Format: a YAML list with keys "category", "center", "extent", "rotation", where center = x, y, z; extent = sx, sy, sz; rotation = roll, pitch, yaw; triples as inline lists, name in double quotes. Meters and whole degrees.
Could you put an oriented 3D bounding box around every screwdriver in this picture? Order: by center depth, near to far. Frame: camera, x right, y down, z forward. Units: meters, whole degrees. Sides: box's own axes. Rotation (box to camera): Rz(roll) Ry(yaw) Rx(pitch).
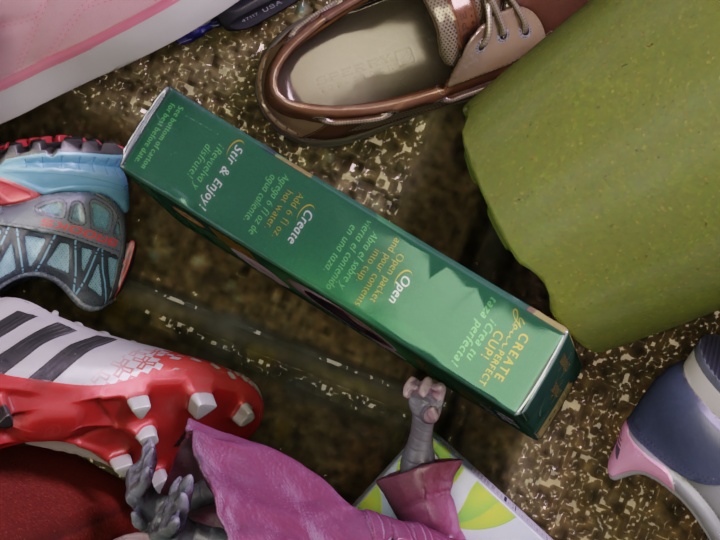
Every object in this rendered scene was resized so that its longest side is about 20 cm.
- category: "screwdriver"
  center: [-0.100, -0.100, 1.208]
  extent: [0.199, 0.029, 0.028]
  rotation: [-26, 89, 11]

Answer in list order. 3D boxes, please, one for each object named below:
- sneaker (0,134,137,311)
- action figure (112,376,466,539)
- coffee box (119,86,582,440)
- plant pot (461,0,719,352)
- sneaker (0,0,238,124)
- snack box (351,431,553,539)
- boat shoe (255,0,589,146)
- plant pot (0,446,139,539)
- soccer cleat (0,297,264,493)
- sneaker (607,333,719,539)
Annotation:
- category: "sneaker"
  center: [-0.199, -0.003, 1.183]
  extent: [0.198, 0.079, 0.096]
  rotation: [-7, 92, 4]
- category: "action figure"
  center: [0.001, 0.133, 1.108]
  extent: [0.199, 0.134, 0.149]
  rotation: [18, 126, -18]
- category: "coffee box"
  center: [0.000, 0.000, 1.136]
  extent: [0.199, 0.123, 0.044]
  rotation: [32, 86, 13]
- category: "plant pot"
  center: [0.149, -0.063, 1.118]
  extent: [0.189, 0.200, 0.201]
  rotation: [-29, 89, 15]
- category: "sneaker"
  center: [-0.121, -0.142, 1.154]
  extent: [0.199, 0.075, 0.105]
  rotation: [-24, 107, 19]
- category: "snack box"
  center: [0.014, 0.190, 1.184]
  extent: [0.142, 0.053, 0.200]
  rotation: [42, 93, 4]
- category: "boat shoe"
  center: [0.047, -0.108, 1.168]
  extent: [0.199, 0.072, 0.076]
  rotation: [-27, 89, 4]
- category: "plant pot"
  center: [-0.232, 0.146, 1.139]
  extent: [0.199, 0.176, 0.201]
  rotation: [29, 93, 3]
- category: "soccer cleat"
  center: [-0.129, 0.047, 1.152]
  extent: [0.069, 0.199, 0.085]
  rotation: [-59, 46, 31]
- category: "sneaker"
  center: [0.195, 0.123, 1.174]
  extent: [0.200, 0.070, 0.082]
  rotation: [47, 114, 2]
